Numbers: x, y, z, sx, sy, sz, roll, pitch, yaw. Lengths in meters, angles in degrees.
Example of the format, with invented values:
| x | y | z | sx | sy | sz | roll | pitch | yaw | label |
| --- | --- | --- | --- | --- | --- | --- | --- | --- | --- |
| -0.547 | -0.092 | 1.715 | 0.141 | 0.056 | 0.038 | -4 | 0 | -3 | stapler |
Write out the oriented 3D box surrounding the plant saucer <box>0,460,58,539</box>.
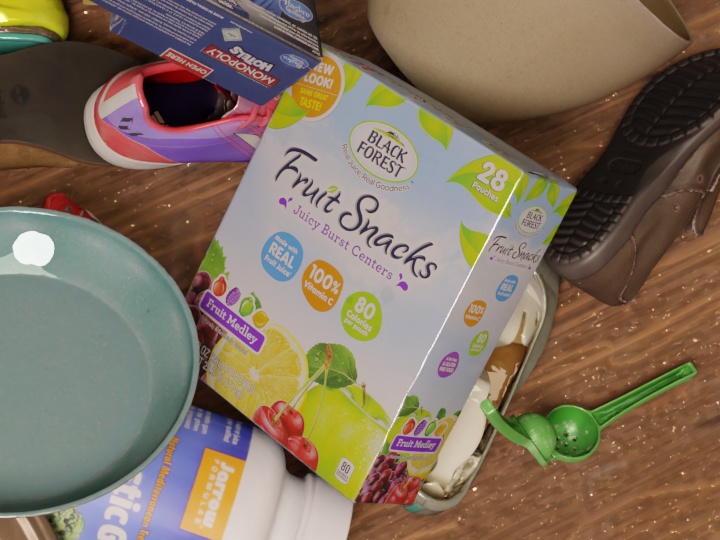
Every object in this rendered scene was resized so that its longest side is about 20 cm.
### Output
| x | y | z | sx | sy | sz | roll | pitch | yaw | label |
| --- | --- | --- | --- | --- | --- | --- | --- | --- | --- |
| -0.249 | 0.176 | 0.960 | 0.198 | 0.029 | 0.203 | 6 | 108 | 19 | plant saucer |

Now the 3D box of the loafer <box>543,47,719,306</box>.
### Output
| x | y | z | sx | sy | sz | roll | pitch | yaw | label |
| --- | --- | --- | --- | --- | --- | --- | --- | --- | --- |
| 0.191 | -0.059 | 1.097 | 0.200 | 0.073 | 0.071 | -47 | 126 | -12 | loafer |

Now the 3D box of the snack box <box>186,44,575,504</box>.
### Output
| x | y | z | sx | sy | sz | roll | pitch | yaw | label |
| --- | --- | --- | --- | --- | --- | --- | --- | --- | --- |
| 0.000 | 0.000 | 0.979 | 0.168 | 0.067 | 0.202 | 34 | 102 | 33 | snack box |

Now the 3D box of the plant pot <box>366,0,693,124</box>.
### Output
| x | y | z | sx | sy | sz | roll | pitch | yaw | label |
| --- | --- | --- | --- | --- | --- | --- | --- | --- | --- |
| 0.081 | -0.166 | 1.037 | 0.134 | 0.200 | 0.201 | -41 | 91 | 18 | plant pot |

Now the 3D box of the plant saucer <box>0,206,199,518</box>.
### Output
| x | y | z | sx | sy | sz | roll | pitch | yaw | label |
| --- | --- | --- | --- | --- | --- | --- | --- | --- | --- |
| -0.185 | 0.053 | 0.937 | 0.197 | 0.036 | 0.202 | 5 | 50 | -6 | plant saucer |

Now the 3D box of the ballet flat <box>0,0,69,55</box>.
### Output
| x | y | z | sx | sy | sz | roll | pitch | yaw | label |
| --- | --- | --- | --- | --- | --- | --- | --- | --- | --- |
| -0.272 | -0.154 | 1.033 | 0.197 | 0.067 | 0.068 | -2 | 72 | -15 | ballet flat |

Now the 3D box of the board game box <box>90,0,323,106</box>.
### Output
| x | y | z | sx | sy | sz | roll | pitch | yaw | label |
| --- | --- | --- | --- | --- | --- | --- | --- | --- | --- |
| -0.108 | -0.223 | 0.961 | 0.199 | 0.061 | 0.202 | 25 | 54 | -32 | board game box |

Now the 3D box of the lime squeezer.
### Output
| x | y | z | sx | sy | sz | roll | pitch | yaw | label |
| --- | --- | --- | --- | --- | --- | --- | --- | --- | --- |
| 0.123 | 0.093 | 1.049 | 0.199 | 0.070 | 0.038 | -4 | 69 | -45 | lime squeezer |

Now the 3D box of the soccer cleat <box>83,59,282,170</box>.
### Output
| x | y | z | sx | sy | sz | roll | pitch | yaw | label |
| --- | --- | --- | --- | --- | --- | --- | --- | --- | --- |
| -0.061 | -0.097 | 1.032 | 0.198 | 0.073 | 0.069 | -6 | 81 | -29 | soccer cleat |

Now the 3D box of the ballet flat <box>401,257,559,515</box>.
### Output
| x | y | z | sx | sy | sz | roll | pitch | yaw | label |
| --- | --- | --- | --- | --- | --- | --- | --- | --- | --- |
| 0.076 | 0.055 | 1.060 | 0.067 | 0.064 | 0.202 | 25 | 81 | -5 | ballet flat |

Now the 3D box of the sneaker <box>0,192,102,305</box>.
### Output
| x | y | z | sx | sy | sz | roll | pitch | yaw | label |
| --- | --- | --- | --- | --- | --- | --- | --- | --- | --- |
| -0.234 | 0.026 | 1.018 | 0.199 | 0.077 | 0.085 | -36 | 85 | -21 | sneaker |

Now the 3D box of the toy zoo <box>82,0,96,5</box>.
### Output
| x | y | z | sx | sy | sz | roll | pitch | yaw | label |
| --- | --- | --- | --- | --- | --- | --- | --- | --- | --- |
| -0.121 | -0.244 | 1.083 | 0.130 | 0.020 | 0.203 | -11 | 85 | -10 | toy zoo |

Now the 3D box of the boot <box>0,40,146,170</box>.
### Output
| x | y | z | sx | sy | sz | roll | pitch | yaw | label |
| --- | --- | --- | --- | --- | --- | --- | --- | --- | --- |
| -0.198 | -0.089 | 1.038 | 0.198 | 0.075 | 0.075 | -1 | 74 | -27 | boot |

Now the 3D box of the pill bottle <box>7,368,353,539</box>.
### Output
| x | y | z | sx | sy | sz | roll | pitch | yaw | label |
| --- | --- | --- | --- | --- | --- | --- | --- | --- | --- |
| -0.108 | 0.132 | 1.000 | 0.198 | 0.112 | 0.113 | 19 | 81 | -6 | pill bottle |
